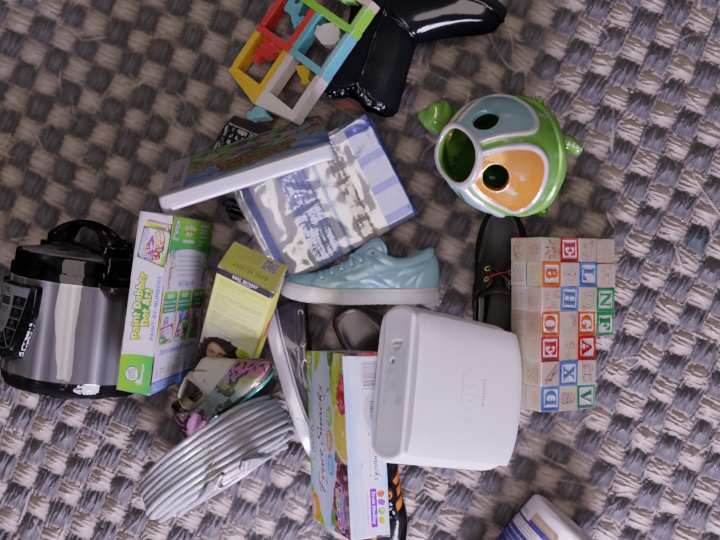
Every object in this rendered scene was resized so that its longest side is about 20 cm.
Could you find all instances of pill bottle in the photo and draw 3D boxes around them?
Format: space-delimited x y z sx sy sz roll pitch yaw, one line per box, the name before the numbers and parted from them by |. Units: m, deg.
pill bottle | 0.188 0.378 1.233 0.111 0.111 0.200 40 92 2

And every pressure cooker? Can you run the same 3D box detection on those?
pressure cooker | -0.335 0.040 1.231 0.174 0.179 0.203 9 94 3

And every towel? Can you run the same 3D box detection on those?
towel | -0.046 -0.088 1.271 0.198 0.024 0.148 -26 89 2

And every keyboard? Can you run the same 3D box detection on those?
keyboard | -0.098 -0.105 1.294 0.198 0.021 0.128 20 91 4

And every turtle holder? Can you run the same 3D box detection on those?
turtle holder | 0.153 -0.149 1.203 0.131 0.141 0.187 -4 62 -34

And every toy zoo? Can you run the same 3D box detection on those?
toy zoo | -0.080 -0.268 1.259 0.131 0.020 0.201 40 98 30

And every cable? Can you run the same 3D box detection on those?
cable | -0.171 0.222 1.212 0.199 0.200 0.070 -36 83 26

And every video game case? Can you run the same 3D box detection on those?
video game case | -0.132 -0.128 1.201 0.198 0.182 0.022 -17 109 0

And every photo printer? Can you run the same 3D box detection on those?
photo printer | 0.105 0.136 1.149 0.069 0.199 0.168 -5 75 47

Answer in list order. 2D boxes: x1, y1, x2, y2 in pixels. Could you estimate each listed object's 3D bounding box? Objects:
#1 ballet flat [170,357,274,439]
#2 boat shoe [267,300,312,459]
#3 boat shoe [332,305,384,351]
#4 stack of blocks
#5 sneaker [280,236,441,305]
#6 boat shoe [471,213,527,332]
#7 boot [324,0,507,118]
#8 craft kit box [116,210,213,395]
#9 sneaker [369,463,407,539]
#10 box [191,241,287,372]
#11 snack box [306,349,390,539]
ballet flat | -0.177 0.143 1.228 0.071 0.069 0.200 44 137 -4
boat shoe | -0.062 0.132 1.273 0.066 0.070 0.202 -18 82 4
boat shoe | 0.044 0.120 1.259 0.075 0.073 0.200 -45 88 2
stack of blocks | 0.241 0.062 1.229 0.114 0.058 0.203 1 90 -30
sneaker | 0.000 0.000 1.264 0.197 0.074 0.083 0 91 -9
boat shoe | 0.173 0.021 1.259 0.073 0.063 0.204 3 89 6
boot | 0.063 -0.265 1.254 0.198 0.076 0.170 16 88 10
craft kit box | -0.225 0.034 1.213 0.048 0.200 0.200 10 90 4
sneaker | 0.016 0.258 1.253 0.069 0.090 0.203 -6 89 3
box | -0.146 0.064 1.224 0.075 0.050 0.201 24 132 4
snack box | -0.017 0.193 1.178 0.052 0.142 0.203 -1 87 -19
